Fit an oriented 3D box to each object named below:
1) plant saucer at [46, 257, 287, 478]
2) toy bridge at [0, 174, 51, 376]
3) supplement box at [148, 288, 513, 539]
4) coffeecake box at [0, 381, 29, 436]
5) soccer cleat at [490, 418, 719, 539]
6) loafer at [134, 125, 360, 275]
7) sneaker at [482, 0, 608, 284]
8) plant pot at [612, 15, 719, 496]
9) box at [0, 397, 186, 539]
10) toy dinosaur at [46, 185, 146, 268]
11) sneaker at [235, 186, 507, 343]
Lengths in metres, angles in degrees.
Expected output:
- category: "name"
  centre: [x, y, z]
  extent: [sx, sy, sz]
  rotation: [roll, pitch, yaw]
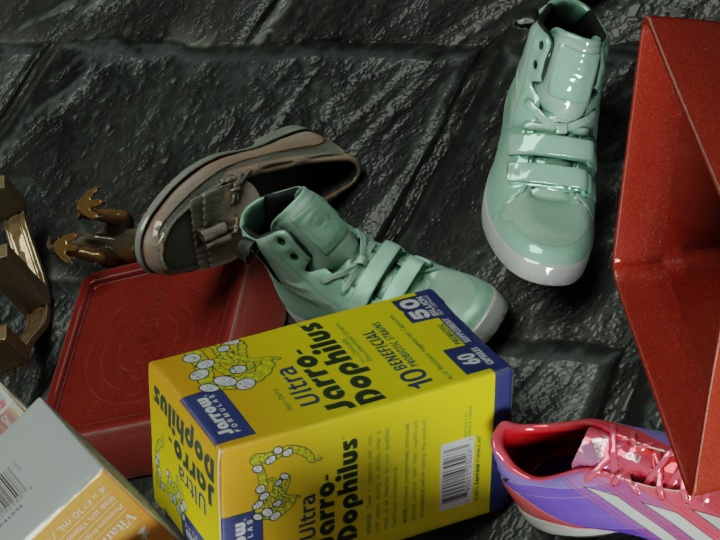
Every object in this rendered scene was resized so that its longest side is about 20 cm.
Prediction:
- category: "plant saucer"
  centre: [-0.150, 0.060, 1.668]
  extent: [0.199, 0.037, 0.200]
  rotation: [-13, 46, 29]
- category: "toy bridge"
  centre: [-0.270, 0.009, 1.782]
  extent: [0.027, 0.067, 0.200]
  rotation: [-27, 40, 14]
- category: "supplement box"
  centre: [-0.018, 0.102, 1.399]
  extent: [0.199, 0.110, 0.109]
  rotation: [-15, 34, -24]
- category: "coffeecake box"
  centre: [-0.248, 0.197, 1.483]
  extent: [0.200, 0.154, 0.073]
  rotation: [-46, 40, -5]
- category: "soccer cleat"
  centre: [0.167, 0.121, 1.334]
  extent: [0.199, 0.073, 0.068]
  rotation: [0, 52, 37]
- category: "loafer"
  centre: [-0.079, -0.051, 1.646]
  extent: [0.063, 0.072, 0.200]
  rotation: [17, 35, 33]
- category: "sneaker"
  centre: [0.126, -0.093, 1.513]
  extent: [0.073, 0.118, 0.201]
  rotation: [6, 48, -4]
- category: "plant pot"
  centre: [0.258, -0.016, 1.291]
  extent: [0.175, 0.200, 0.200]
  rotation: [-5, 42, -7]
- category: "box"
  centre: [-0.169, 0.198, 1.424]
  extent: [0.124, 0.200, 0.097]
  rotation: [-45, 40, -6]
- category: "toy dinosaur"
  centre: [-0.197, -0.020, 1.754]
  extent: [0.199, 0.106, 0.061]
  rotation: [-3, 73, 30]
- category: "sneaker"
  centre: [0.000, 0.000, 1.543]
  extent: [0.200, 0.118, 0.074]
  rotation: [10, 58, 41]
